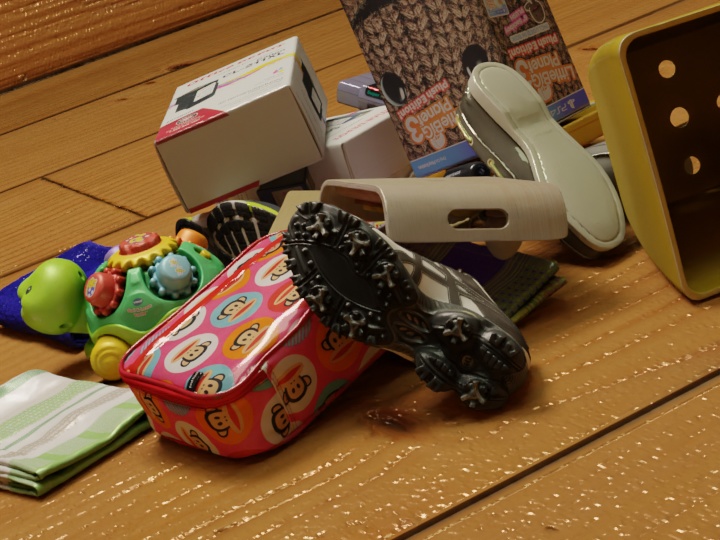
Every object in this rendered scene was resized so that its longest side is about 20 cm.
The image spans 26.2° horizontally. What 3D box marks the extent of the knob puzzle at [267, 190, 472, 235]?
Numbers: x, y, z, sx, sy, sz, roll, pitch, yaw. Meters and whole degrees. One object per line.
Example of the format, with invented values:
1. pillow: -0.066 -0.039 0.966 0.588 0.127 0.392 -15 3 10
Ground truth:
1. knob puzzle: 0.000 0.000 1.333 0.220 0.030 0.220 -7 37 5

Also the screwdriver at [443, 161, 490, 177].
1. screwdriver: 0.068 -0.079 1.481 0.028 0.029 0.200 -9 1 -25

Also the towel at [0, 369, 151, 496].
1. towel: -0.257 0.122 1.236 0.200 0.031 0.149 2 26 45

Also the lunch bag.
1. lunch bag: -0.077 0.049 1.167 0.200 0.082 0.176 -42 30 -29

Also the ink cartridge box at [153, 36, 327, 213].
1. ink cartridge box: -0.115 -0.149 1.540 0.146 0.083 0.200 -22 20 8

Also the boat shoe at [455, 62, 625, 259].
1. boat shoe: 0.148 -0.085 1.303 0.072 0.202 0.060 -15 -29 -36

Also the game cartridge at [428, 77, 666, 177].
1. game cartridge: 0.181 -0.130 1.520 0.176 0.032 0.200 -27 5 -30

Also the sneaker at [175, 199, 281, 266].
1. sneaker: -0.108 -0.040 1.501 0.081 0.074 0.200 -20 11 -30

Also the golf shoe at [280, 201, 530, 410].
1. golf shoe: 0.033 0.022 1.089 0.078 0.200 0.094 -54 -11 20

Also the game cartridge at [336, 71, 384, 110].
1. game cartridge: 0.088 -0.184 1.703 0.200 0.038 0.130 19 21 28

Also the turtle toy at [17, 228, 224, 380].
1. turtle toy: -0.202 0.023 1.364 0.200 0.101 0.146 -14 18 9

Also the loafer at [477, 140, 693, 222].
1. loafer: 0.193 -0.070 1.351 0.200 0.070 0.070 -13 21 39

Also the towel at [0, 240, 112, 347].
1. towel: -0.273 0.018 1.533 0.148 0.050 0.200 -27 20 -32

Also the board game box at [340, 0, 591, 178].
1. board game box: 0.096 -0.210 1.464 0.159 0.200 0.097 -19 7 46

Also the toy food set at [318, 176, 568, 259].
1. toy food set: 0.059 -0.042 1.228 0.143 0.060 0.200 -2 5 -17

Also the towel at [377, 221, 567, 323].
1. towel: 0.047 0.014 1.236 0.144 0.023 0.200 -35 33 -30

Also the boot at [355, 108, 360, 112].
1. boot: 0.048 -0.170 1.771 0.155 0.077 0.200 8 24 45

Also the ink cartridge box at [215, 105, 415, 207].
1. ink cartridge box: -0.038 -0.104 1.609 0.200 0.088 0.145 -5 20 41

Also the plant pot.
1. plant pot: 0.282 -0.113 1.197 0.200 0.200 0.176 -19 11 -9
